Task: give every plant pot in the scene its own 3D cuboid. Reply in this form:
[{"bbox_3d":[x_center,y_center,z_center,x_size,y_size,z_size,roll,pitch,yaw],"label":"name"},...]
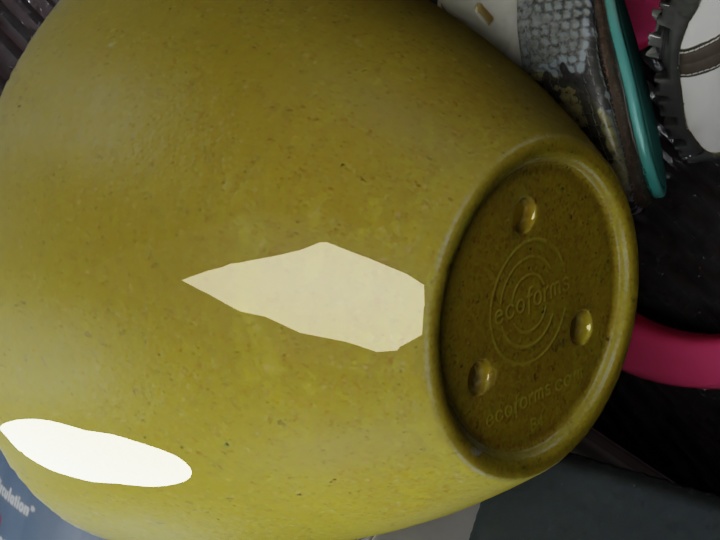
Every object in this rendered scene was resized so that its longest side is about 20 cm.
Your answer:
[{"bbox_3d":[0.000,0.000,0.908,0.142,0.200,0.201,12,105,39],"label":"plant pot"}]

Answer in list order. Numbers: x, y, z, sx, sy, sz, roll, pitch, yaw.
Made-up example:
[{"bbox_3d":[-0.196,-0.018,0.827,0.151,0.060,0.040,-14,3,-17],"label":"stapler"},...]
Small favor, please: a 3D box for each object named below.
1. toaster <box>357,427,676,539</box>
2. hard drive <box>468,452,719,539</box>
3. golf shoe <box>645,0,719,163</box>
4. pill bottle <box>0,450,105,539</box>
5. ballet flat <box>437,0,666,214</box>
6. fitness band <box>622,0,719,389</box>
[{"bbox_3d":[0.051,0.122,1.017,0.129,0.114,0.200,36,88,15],"label":"toaster"},{"bbox_3d":[0.065,0.159,0.897,0.139,0.033,0.201,13,84,50],"label":"hard drive"},{"bbox_3d":[0.146,-0.111,0.916,0.094,0.078,0.201,18,126,11],"label":"golf shoe"},{"bbox_3d":[-0.063,0.028,1.054,0.119,0.120,0.201,19,106,18],"label":"pill bottle"},{"bbox_3d":[0.057,-0.106,0.977,0.072,0.072,0.201,-16,65,24],"label":"ballet flat"},{"bbox_3d":[0.143,-0.038,1.002,0.199,0.037,0.144,-19,92,23],"label":"fitness band"}]
